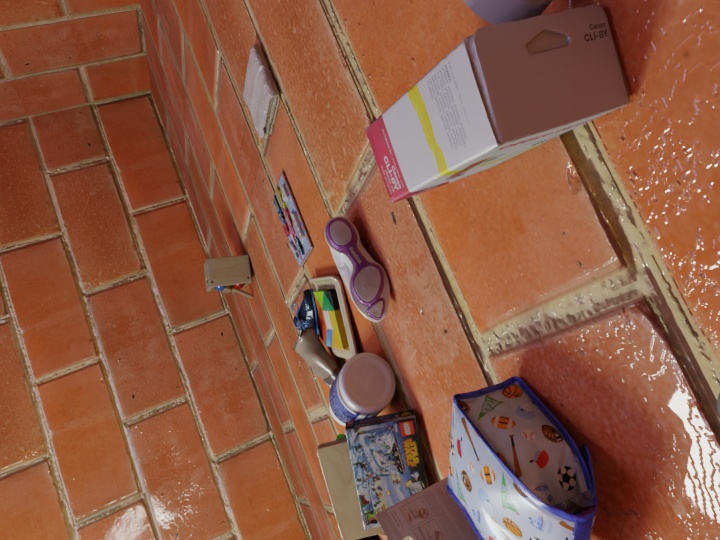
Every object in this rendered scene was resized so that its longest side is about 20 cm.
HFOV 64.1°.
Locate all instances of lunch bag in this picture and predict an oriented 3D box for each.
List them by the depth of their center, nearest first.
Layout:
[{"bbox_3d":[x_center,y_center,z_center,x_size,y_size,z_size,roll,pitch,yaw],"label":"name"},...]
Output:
[{"bbox_3d":[0.195,0.258,0.673,0.201,0.121,0.174,-126,26,-55],"label":"lunch bag"}]

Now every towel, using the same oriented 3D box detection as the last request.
[{"bbox_3d":[-0.231,-0.402,1.317,0.135,0.034,0.200,67,159,10],"label":"towel"}]

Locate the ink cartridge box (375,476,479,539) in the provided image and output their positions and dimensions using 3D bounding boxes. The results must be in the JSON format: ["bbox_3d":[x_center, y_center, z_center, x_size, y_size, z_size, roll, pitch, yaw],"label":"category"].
[{"bbox_3d":[0.141,0.369,0.791,0.161,0.196,0.051,48,151,45],"label":"ink cartridge box"}]

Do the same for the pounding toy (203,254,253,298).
[{"bbox_3d":[-0.487,0.033,2.160,0.199,0.179,0.146,156,106,-69],"label":"pounding toy"}]

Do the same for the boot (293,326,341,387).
[{"bbox_3d":[-0.091,0.220,1.397,0.146,0.070,0.200,44,167,10],"label":"boot"}]

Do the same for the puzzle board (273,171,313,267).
[{"bbox_3d":[-0.173,-0.122,1.429,0.204,0.017,0.151,67,159,10],"label":"puzzle board"}]

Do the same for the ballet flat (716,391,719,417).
[{"bbox_3d":[0.299,0.103,0.357,0.199,0.062,0.069,-19,90,70],"label":"ballet flat"}]

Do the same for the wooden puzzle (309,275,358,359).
[{"bbox_3d":[-0.063,0.112,1.318,0.184,0.036,0.205,-8,100,69],"label":"wooden puzzle"}]

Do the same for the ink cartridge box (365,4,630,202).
[{"bbox_3d":[0.110,-0.139,0.518,0.085,0.142,0.199,70,159,-2],"label":"ink cartridge box"}]

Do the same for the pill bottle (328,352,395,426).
[{"bbox_3d":[-0.005,0.253,1.178,0.118,0.113,0.201,63,157,18],"label":"pill bottle"}]

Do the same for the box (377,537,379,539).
[{"bbox_3d":[0.039,0.854,1.625,0.141,0.077,0.205,-151,47,-65],"label":"box"}]

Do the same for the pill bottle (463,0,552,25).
[{"bbox_3d":[0.139,-0.267,0.383,0.117,0.112,0.200,67,159,10],"label":"pill bottle"}]

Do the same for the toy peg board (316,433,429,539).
[{"bbox_3d":[0.035,0.407,1.161,0.098,0.194,0.205,-75,-30,-79],"label":"toy peg board"}]

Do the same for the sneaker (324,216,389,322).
[{"bbox_3d":[0.000,0.000,1.047,0.100,0.073,0.204,77,169,-74],"label":"sneaker"}]

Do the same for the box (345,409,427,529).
[{"bbox_3d":[0.054,0.375,1.083,0.040,0.133,0.206,-81,-19,-80],"label":"box"}]

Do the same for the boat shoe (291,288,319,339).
[{"bbox_3d":[-0.139,0.134,1.457,0.085,0.067,0.204,-98,7,-52],"label":"boat shoe"}]
